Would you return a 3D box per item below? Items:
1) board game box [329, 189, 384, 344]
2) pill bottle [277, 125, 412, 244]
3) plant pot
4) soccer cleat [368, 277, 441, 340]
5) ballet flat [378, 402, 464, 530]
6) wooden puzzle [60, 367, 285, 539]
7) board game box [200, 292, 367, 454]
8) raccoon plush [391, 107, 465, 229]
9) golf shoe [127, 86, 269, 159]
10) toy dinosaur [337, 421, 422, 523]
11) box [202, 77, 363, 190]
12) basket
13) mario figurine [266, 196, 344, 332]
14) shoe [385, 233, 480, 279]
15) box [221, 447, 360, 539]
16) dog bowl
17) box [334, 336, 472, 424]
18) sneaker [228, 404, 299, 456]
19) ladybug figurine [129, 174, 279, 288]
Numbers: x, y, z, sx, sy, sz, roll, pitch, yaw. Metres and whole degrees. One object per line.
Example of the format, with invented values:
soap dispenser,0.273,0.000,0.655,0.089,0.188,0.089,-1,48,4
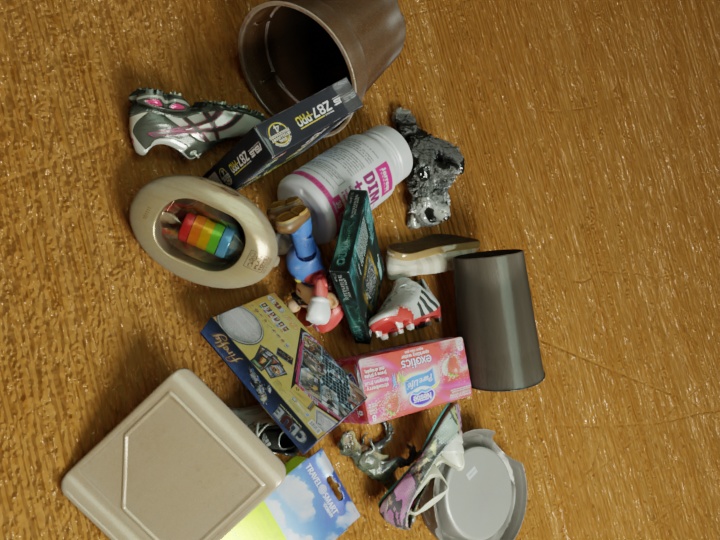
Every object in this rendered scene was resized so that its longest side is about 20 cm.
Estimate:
board game box,0.000,0.000,0.893,0.028,0.200,0.136,4,57,13
pill bottle,-0.018,-0.135,0.947,0.200,0.113,0.114,-40,102,-31
plant pot,-0.043,-0.335,0.935,0.200,0.200,0.198,50,51,-14
soccer cleat,0.063,0.053,0.966,0.200,0.069,0.085,-4,71,-58
ballet flat,0.107,0.291,0.919,0.200,0.071,0.069,-51,150,-17
wooden puzzle,-0.219,0.244,0.746,0.200,0.037,0.185,-43,96,-2
board game box,-0.096,0.125,0.818,0.200,0.035,0.135,47,28,11
raccoon plush,0.106,-0.167,1.073,0.096,0.134,0.200,-2,49,-18
golf shoe,-0.219,-0.196,0.868,0.199,0.077,0.088,1,100,-30
toy dinosaur,0.040,0.287,0.948,0.200,0.047,0.088,49,63,-20
box,-0.110,-0.172,0.844,0.161,0.200,0.049,-40,101,-32
basket,0.215,0.072,1.003,0.136,0.180,0.201,-7,96,2
mario figurine,-0.087,0.007,0.878,0.124,0.106,0.200,-63,141,-54
shoe,0.121,-0.025,1.051,0.200,0.070,0.054,-10,114,-34
box,-0.108,0.345,0.837,0.200,0.048,0.122,-33,99,-32
dog bowl,0.178,0.357,1.011,0.200,0.059,0.201,7,77,-32
box,0.059,0.164,0.948,0.200,0.100,0.096,-7,84,-34
sneaker,-0.152,0.205,0.795,0.200,0.115,0.076,-5,83,-33
ladybug figurine,-0.199,-0.052,0.822,0.200,0.072,0.136,28,103,-13
